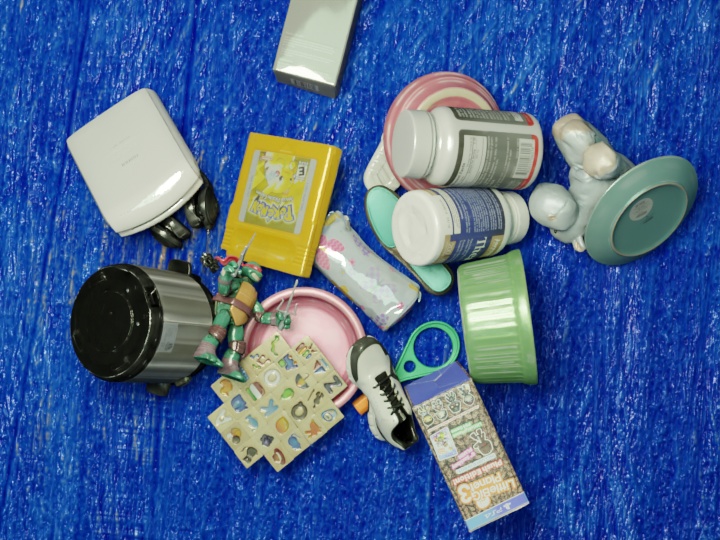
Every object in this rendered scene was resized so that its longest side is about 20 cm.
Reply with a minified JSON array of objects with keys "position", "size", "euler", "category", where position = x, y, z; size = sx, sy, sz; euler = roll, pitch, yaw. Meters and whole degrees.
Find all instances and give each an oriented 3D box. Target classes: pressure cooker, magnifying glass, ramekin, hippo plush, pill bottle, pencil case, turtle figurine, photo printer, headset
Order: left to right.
[{"position":[-0.343,-0.160,1.422],"size":[0.166,0.069,0.201],"euler":[-33,66,1],"category":"photo printer"},{"position":[-0.310,0.086,1.393],"size":[0.176,0.200,0.179],"euler":[-41,66,20],"category":"pressure cooker"},{"position":[-0.275,-0.083,1.439],"size":[0.123,0.094,0.201],"euler":[-32,77,1],"category":"headset"},{"position":[-0.172,0.055,1.373],"size":[0.149,0.100,0.201],"euler":[33,69,-35],"category":"turtle figurine"},{"position":[0.000,0.000,1.439],"size":[0.200,0.083,0.091],"euler":[44,77,2],"category":"pencil case"},{"position":[0.071,0.157,1.468],"size":[0.200,0.022,0.080],"euler":[-39,89,-2],"category":"magnifying glass"},{"position":[0.154,-0.071,1.387],"size":[0.199,0.111,0.112],"euler":[-8,89,-35],"category":"pill bottle"},{"position":[0.153,-0.178,1.345],"size":[0.198,0.114,0.115],"euler":[1,89,-18],"category":"pill bottle"},{"position":[0.202,0.074,1.381],"size":[0.097,0.200,0.202],"euler":[-8,89,8],"category":"ramekin"},{"position":[0.331,-0.131,1.425],"size":[0.161,0.199,0.160],"euler":[-49,45,19],"category":"hippo plush"}]

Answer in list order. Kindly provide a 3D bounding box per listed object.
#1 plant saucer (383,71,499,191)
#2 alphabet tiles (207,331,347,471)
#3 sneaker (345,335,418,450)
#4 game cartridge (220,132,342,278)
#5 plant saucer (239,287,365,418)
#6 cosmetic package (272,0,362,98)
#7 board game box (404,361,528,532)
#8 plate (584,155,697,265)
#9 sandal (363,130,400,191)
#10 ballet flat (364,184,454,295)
[{"position":[0.135,-0.202,1.422],"size":[0.199,0.051,0.202],"euler":[-3,101,-17],"category":"plant saucer"},{"position":[-0.126,0.199,1.412],"size":[0.200,0.006,0.167],"euler":[-39,89,1],"category":"alphabet tiles"},{"position":[0.040,0.185,1.397],"size":[0.073,0.080,0.201],"euler":[-33,121,-20],"category":"sneaker"},{"position":[-0.126,-0.104,1.424],"size":[0.175,0.032,0.202],"euler":[14,88,35],"category":"game cartridge"},{"position":[-0.088,0.127,1.447],"size":[0.199,0.051,0.202],"euler":[0,90,2],"category":"plant saucer"},{"position":[-0.061,-0.386,1.446],"size":[0.106,0.090,0.201],"euler":[16,87,1],"category":"cosmetic package"},{"position":[0.153,0.256,1.385],"size":[0.096,0.159,0.201],"euler":[-25,95,0],"category":"board game box"},{"position":[0.427,-0.081,1.391],"size":[0.199,0.201,0.026],"euler":[-31,48,0],"category":"plate"},{"position":[0.070,-0.208,1.453],"size":[0.082,0.050,0.203],"euler":[42,87,-22],"category":"sandal"},{"position":[0.071,-0.043,1.444],"size":[0.068,0.068,0.201],"euler":[-35,89,2],"category":"ballet flat"}]
